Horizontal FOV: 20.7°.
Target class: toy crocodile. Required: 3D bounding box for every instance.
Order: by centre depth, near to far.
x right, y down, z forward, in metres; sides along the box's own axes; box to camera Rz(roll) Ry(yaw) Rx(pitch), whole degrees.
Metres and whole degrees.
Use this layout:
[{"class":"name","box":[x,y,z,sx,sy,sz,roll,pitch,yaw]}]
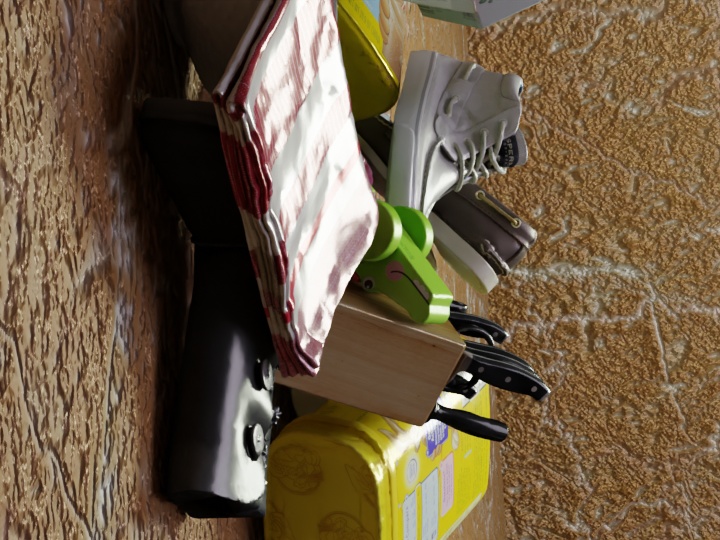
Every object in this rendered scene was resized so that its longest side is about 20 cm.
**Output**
[{"class":"toy crocodile","box":[-0.014,-0.043,1.227,0.200,0.062,0.067,52,17,12]}]

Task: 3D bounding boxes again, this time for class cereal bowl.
[{"class":"cereal bowl","box":[-0.067,-0.177,1.140,0.200,0.082,0.202,-4,90,-82]}]

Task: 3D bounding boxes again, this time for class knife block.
[{"class":"knife block","box":[0.021,0.054,1.232,0.064,0.175,0.200,-63,165,15]}]

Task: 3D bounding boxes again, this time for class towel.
[{"class":"towel","box":[-0.029,-0.059,1.062,0.201,0.023,0.145,78,25,-43]}]

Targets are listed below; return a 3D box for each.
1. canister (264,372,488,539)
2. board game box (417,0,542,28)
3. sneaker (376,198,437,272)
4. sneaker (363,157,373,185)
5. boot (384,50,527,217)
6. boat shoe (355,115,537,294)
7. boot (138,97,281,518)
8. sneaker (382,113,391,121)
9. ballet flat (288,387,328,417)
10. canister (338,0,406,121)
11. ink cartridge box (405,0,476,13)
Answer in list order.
[{"class":"canister","box":[0.017,0.141,1.356,0.200,0.086,0.150,-37,130,-58]},{"class":"board game box","box":[0.046,-0.262,1.255,0.201,0.064,0.148,66,-9,-16]},{"class":"sneaker","box":[0.000,0.000,1.377,0.200,0.073,0.116,39,24,-45]},{"class":"sneaker","box":[-0.032,-0.066,1.472,0.096,0.079,0.200,63,-2,27]},{"class":"boot","box":[0.070,-0.088,1.379,0.201,0.095,0.074,-78,175,-50]},{"class":"boat shoe","box":[0.046,-0.070,1.461,0.200,0.059,0.072,46,-7,23]},{"class":"boot","box":[-0.083,0.025,1.065,0.165,0.065,0.202,37,60,-62]},{"class":"sneaker","box":[-0.009,-0.110,1.667,0.200,0.070,0.083,-22,89,-82]},{"class":"ballet flat","box":[-0.027,0.102,1.448,0.201,0.067,0.071,77,32,-45]},{"class":"canister","box":[-0.019,-0.226,1.425,0.149,0.086,0.201,51,35,-46]},{"class":"ink cartridge box","box":[-0.006,-0.255,1.222,0.047,0.199,0.161,-40,133,-34]}]
